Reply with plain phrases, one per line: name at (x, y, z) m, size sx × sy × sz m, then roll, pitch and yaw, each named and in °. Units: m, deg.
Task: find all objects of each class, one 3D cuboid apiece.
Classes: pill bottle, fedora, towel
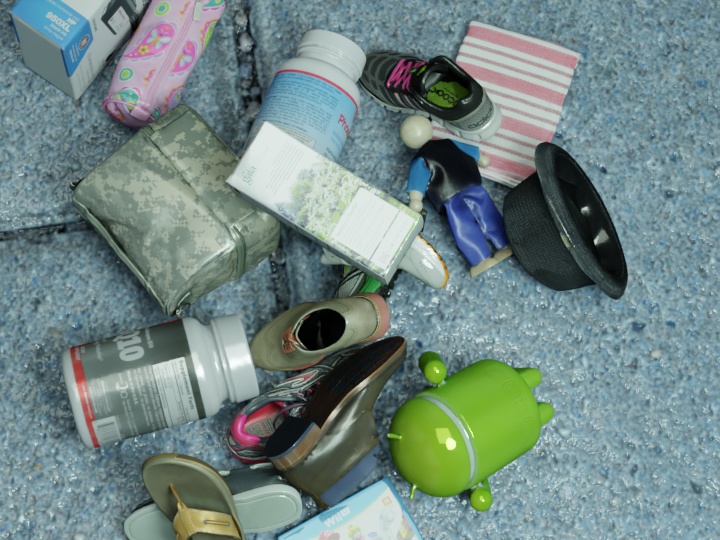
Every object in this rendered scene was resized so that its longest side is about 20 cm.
pill bottle at (-0.065, -0.177, 1.724) m, size 0.108 × 0.109 × 0.201 m, roll 20°, pitch 72°, yaw 4°
fedora at (0.227, -0.045, 1.690) m, size 0.091 × 0.200 × 0.201 m, roll -25°, pitch 72°, yaw 24°
pill bottle at (-0.220, 0.117, 1.616) m, size 0.199 × 0.114 × 0.114 m, roll -15°, pitch 73°, yaw -8°
towel at (0.172, -0.202, 1.790) m, size 0.146 × 0.030 × 0.201 m, roll 19°, pitch 71°, yaw 6°

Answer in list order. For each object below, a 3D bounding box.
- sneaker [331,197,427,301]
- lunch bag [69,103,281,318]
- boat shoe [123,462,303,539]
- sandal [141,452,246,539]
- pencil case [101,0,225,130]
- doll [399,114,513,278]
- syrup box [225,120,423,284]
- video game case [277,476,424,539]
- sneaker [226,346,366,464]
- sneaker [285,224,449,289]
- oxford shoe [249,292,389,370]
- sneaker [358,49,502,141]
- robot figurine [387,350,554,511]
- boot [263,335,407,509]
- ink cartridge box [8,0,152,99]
sneaker at (0.000, 0.000, 1.696) m, size 0.085 × 0.078 × 0.200 m, roll 24°, pitch 63°, yaw 12°
lunch bag at (-0.211, -0.065, 1.661) m, size 0.168 × 0.139 × 0.200 m, roll -36°, pitch 79°, yaw -20°
boat shoe at (-0.159, 0.257, 1.604) m, size 0.199 × 0.076 × 0.060 m, roll -8°, pitch 33°, yaw 4°
sandal at (-0.165, 0.277, 1.546) m, size 0.080 × 0.054 × 0.201 m, roll -19°, pitch 112°, yaw 12°
pencil case at (-0.233, -0.262, 1.754) m, size 0.087 × 0.087 × 0.201 m, roll 23°, pitch 73°, yaw 5°
doll at (0.106, -0.093, 1.709) m, size 0.136 × 0.048 × 0.201 m, roll -28°, pitch 86°, yaw -33°
syrup box at (-0.037, -0.071, 1.562) m, size 0.200 × 0.081 × 0.079 m, roll 31°, pitch 86°, yaw 5°
video game case at (0.017, 0.347, 1.605) m, size 0.143 × 0.018 × 0.201 m, roll -27°, pitch 75°, yaw -11°
sneaker at (-0.056, 0.151, 1.635) m, size 0.200 × 0.075 × 0.081 m, roll -32°, pitch 76°, yaw -13°
sneaker at (0.006, -0.029, 1.638) m, size 0.200 × 0.076 × 0.092 m, roll 36°, pitch 92°, yaw 9°
oxford shoe at (-0.063, 0.067, 1.609) m, size 0.075 × 0.200 × 0.071 m, roll -7°, pitch 77°, yaw -50°
sneaker at (0.075, -0.224, 1.741) m, size 0.199 × 0.087 × 0.074 m, roll 29°, pitch 76°, yaw 27°
robot figurine at (0.116, 0.171, 1.600) m, size 0.200 × 0.116 × 0.176 m, roll -26°, pitch 101°, yaw -32°
boot at (-0.007, 0.164, 1.589) m, size 0.200 × 0.075 × 0.097 m, roll -42°, pitch 115°, yaw -16°
ink cartridge box at (-0.314, -0.325, 1.739) m, size 0.084 × 0.145 × 0.200 m, roll 34°, pitch 73°, yaw 6°
